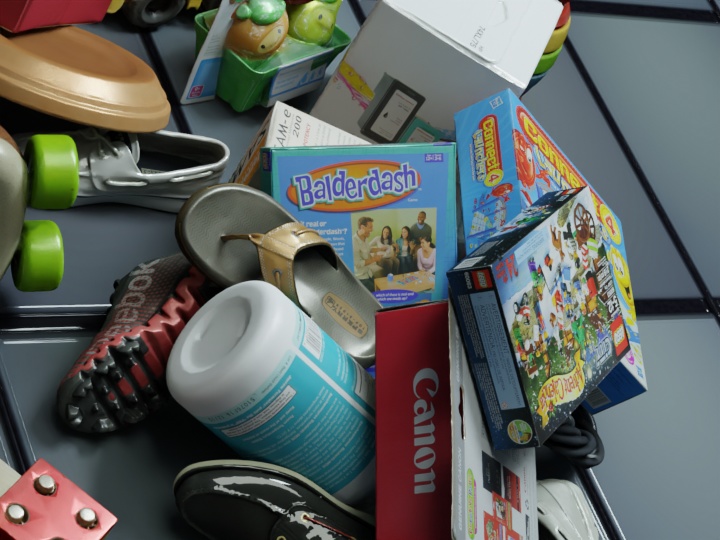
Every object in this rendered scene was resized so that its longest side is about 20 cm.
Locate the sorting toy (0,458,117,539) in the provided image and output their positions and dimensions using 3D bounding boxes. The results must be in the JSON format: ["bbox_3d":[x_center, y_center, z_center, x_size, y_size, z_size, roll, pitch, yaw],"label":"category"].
[{"bbox_3d":[-0.279,0.181,1.396,0.200,0.070,0.199,39,41,4],"label":"sorting toy"}]

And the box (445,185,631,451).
[{"bbox_3d":[0.135,0.031,1.543,0.200,0.038,0.137,-37,113,-58],"label":"box"}]

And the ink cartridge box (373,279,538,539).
[{"bbox_3d":[0.062,0.128,1.518,0.176,0.084,0.200,43,42,-57],"label":"ink cartridge box"}]

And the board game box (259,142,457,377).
[{"bbox_3d":[0.000,0.000,1.651,0.152,0.045,0.200,-2,95,-14],"label":"board game box"}]

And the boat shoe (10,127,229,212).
[{"bbox_3d":[-0.201,-0.091,1.708,0.200,0.066,0.072,9,47,-27],"label":"boat shoe"}]

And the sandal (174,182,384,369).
[{"bbox_3d":[-0.049,0.004,1.575,0.200,0.055,0.082,42,68,-17],"label":"sandal"}]

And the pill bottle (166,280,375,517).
[{"bbox_3d":[-0.043,0.106,1.562,0.200,0.111,0.111,45,34,-30],"label":"pill bottle"}]

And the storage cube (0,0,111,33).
[{"bbox_3d":[-0.280,-0.316,1.730,0.200,0.180,0.171,32,18,10],"label":"storage cube"}]

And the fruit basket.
[{"bbox_3d":[-0.060,-0.236,1.837,0.094,0.200,0.185,47,41,17],"label":"fruit basket"}]

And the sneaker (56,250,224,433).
[{"bbox_3d":[-0.164,0.049,1.597,0.098,0.071,0.200,15,49,45],"label":"sneaker"}]

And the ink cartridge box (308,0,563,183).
[{"bbox_3d":[0.057,-0.168,1.849,0.146,0.200,0.147,32,41,-3],"label":"ink cartridge box"}]

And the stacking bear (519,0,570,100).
[{"bbox_3d":[0.147,-0.243,1.979,0.114,0.200,0.121,28,41,-8],"label":"stacking bear"}]

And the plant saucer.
[{"bbox_3d":[-0.247,-0.168,1.709,0.200,0.037,0.200,19,16,-6],"label":"plant saucer"}]

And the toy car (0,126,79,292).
[{"bbox_3d":[-0.318,-0.086,1.578,0.164,0.158,0.200,-1,40,-22],"label":"toy car"}]

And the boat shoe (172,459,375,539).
[{"bbox_3d":[-0.045,0.199,1.529,0.201,0.074,0.063,27,33,-16],"label":"boat shoe"}]

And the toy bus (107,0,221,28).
[{"bbox_3d":[-0.146,-0.325,1.874,0.200,0.192,0.136,-9,58,-37],"label":"toy bus"}]

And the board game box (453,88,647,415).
[{"bbox_3d":[0.156,-0.015,1.732,0.200,0.056,0.196,45,30,-39],"label":"board game box"}]

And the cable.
[{"bbox_3d":[0.140,0.100,1.724,0.163,0.051,0.200,50,12,-15],"label":"cable"}]

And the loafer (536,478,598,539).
[{"bbox_3d":[0.163,0.249,1.629,0.070,0.070,0.200,1,43,-26],"label":"loafer"}]

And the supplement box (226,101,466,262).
[{"bbox_3d":[-0.011,-0.040,1.739,0.200,0.126,0.074,24,41,-13],"label":"supplement box"}]
